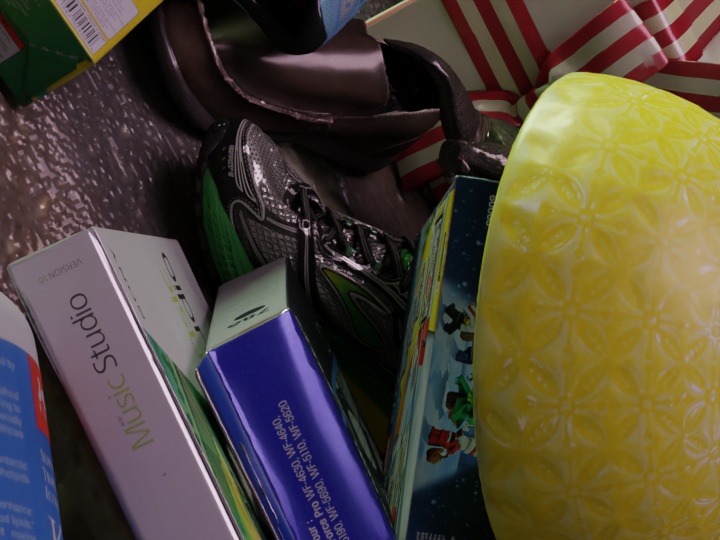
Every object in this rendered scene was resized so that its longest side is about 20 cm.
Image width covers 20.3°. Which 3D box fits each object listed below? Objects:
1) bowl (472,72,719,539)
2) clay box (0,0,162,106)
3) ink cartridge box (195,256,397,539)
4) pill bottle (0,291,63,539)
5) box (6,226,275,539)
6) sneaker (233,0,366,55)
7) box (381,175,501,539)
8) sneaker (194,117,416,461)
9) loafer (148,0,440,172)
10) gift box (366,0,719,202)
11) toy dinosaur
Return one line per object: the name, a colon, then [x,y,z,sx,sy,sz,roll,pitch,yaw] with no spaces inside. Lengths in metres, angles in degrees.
bowl: [0.127,0.027,0.755,0.200,0.107,0.202,-16,108,-62]
clay box: [-0.124,-0.165,0.880,0.115,0.047,0.200,56,29,-14]
ink cartridge box: [-0.023,0.056,0.777,0.200,0.039,0.100,-99,164,-81]
pill bottle: [-0.146,0.066,0.598,0.112,0.112,0.202,20,52,-51]
box: [-0.064,0.057,0.730,0.200,0.036,0.145,-9,73,-87]
sneaker: [-0.061,-0.177,0.866,0.200,0.078,0.090,48,37,-23]
box: [0.033,0.074,0.800,0.137,0.037,0.202,118,-19,-81]
sneaker: [0.000,0.000,0.912,0.200,0.085,0.078,46,34,-27]
loafer: [-0.024,-0.102,0.966,0.199,0.071,0.074,8,60,-56]
gift box: [0.129,-0.099,1.098,0.201,0.184,0.187,57,28,-3]
toy dinosaur: [0.076,-0.030,0.972,0.200,0.077,0.102,39,19,2]
